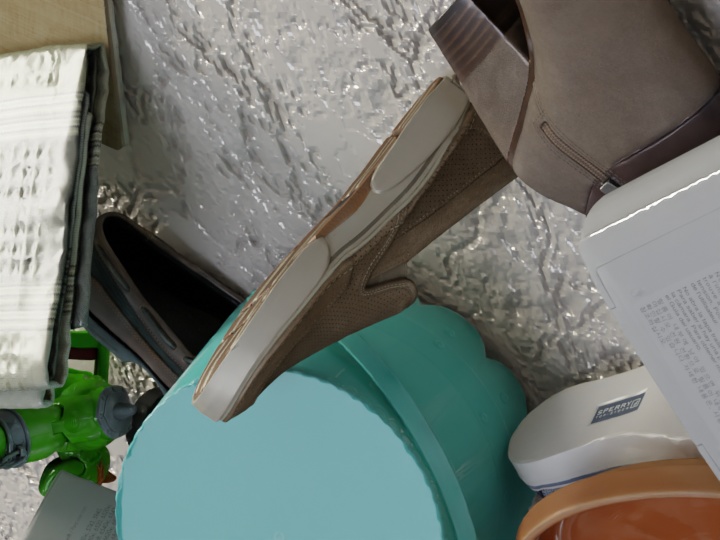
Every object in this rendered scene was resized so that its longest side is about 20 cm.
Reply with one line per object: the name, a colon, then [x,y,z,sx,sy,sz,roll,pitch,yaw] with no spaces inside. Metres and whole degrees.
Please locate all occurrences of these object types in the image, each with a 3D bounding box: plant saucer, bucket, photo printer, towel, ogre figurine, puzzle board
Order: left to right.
puzzle board: [-0.208,-0.162,1.605,0.199,0.017,0.151,24,136,29]
towel: [-0.207,-0.021,1.606,0.199,0.034,0.194,-4,76,46]
ogre figurine: [-0.198,0.083,1.695,0.200,0.119,0.099,128,132,-69]
bucket: [-0.018,0.112,1.498,0.206,0.135,0.209,6,108,18]
plant saucer: [0.172,0.140,1.409,0.199,0.033,0.201,7,149,4]
photo printer: [0.200,0.010,1.222,0.167,0.069,0.200,56,143,-3]

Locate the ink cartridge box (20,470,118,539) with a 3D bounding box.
ink cartridge box: [-0.132,0.188,1.654,0.199,0.068,0.116,20,136,7]

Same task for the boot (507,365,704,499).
boot: [0.165,0.091,1.423,0.090,0.073,0.199,46,148,-19]

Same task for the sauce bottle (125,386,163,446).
sauce bottle: [-0.046,0.116,1.648,0.199,0.066,0.066,24,137,32]

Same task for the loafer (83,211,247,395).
loafer: [-0.081,0.038,1.614,0.199,0.072,0.063,32,134,24]

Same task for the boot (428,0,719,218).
boot: [0.121,-0.099,1.297,0.146,0.070,0.200,42,144,-2]

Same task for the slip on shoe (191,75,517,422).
slip on shoe: [0.000,0.000,1.399,0.061,0.200,0.076,40,165,-6]
